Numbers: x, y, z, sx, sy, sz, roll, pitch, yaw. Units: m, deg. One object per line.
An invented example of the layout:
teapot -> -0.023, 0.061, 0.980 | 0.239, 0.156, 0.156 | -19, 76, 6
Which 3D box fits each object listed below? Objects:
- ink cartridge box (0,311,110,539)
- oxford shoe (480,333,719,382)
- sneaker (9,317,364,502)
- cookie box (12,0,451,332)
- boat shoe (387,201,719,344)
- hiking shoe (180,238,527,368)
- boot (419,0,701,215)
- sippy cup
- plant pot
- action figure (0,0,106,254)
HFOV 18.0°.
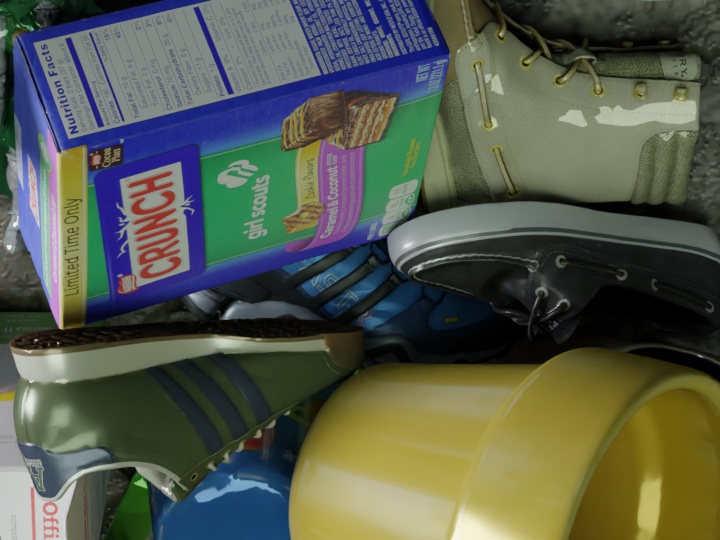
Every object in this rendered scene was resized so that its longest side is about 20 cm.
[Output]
ink cartridge box -> -0.180, 0.122, 1.256 | 0.067, 0.200, 0.117 | 2, 120, -1
oxford shoe -> 0.134, 0.060, 1.266 | 0.200, 0.071, 0.075 | 4, 157, 23
sneaker -> -0.090, 0.074, 1.186 | 0.200, 0.067, 0.090 | -3, 98, -32
cookie box -> -0.068, -0.064, 1.145 | 0.200, 0.075, 0.171 | -16, 153, -15
boat shoe -> 0.111, 0.008, 1.238 | 0.200, 0.066, 0.070 | 5, 156, -27
hiking shoe -> 0.000, 0.000, 1.259 | 0.200, 0.074, 0.087 | 10, 120, -6
boot -> 0.100, -0.111, 1.196 | 0.154, 0.072, 0.200 | -5, 127, 3
sippy cup -> -0.065, 0.117, 1.295 | 0.139, 0.130, 0.178 | 13, 120, -8
plant pot -> 0.075, 0.129, 1.181 | 0.189, 0.201, 0.201 | 14, 128, 37
action figure -> -0.162, -0.085, 1.183 | 0.118, 0.055, 0.200 | -6, 144, -10
